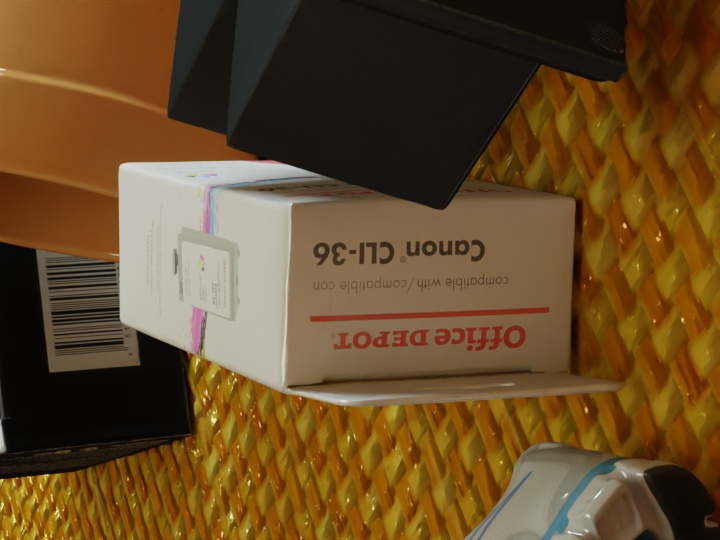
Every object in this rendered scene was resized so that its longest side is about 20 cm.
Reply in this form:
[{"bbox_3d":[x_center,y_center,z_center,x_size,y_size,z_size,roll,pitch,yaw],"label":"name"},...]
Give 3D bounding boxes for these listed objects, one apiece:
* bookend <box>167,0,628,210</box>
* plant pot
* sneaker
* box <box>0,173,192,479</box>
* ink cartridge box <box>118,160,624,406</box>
[{"bbox_3d":[0.002,-0.089,0.764,0.199,0.092,0.201,122,157,-46],"label":"bookend"},{"bbox_3d":[-0.133,-0.091,1.031,0.200,0.199,0.141,-8,70,64],"label":"plant pot"},{"bbox_3d":[0.037,0.143,0.748,0.200,0.075,0.087,-56,32,-7],"label":"sneaker"},{"bbox_3d":[-0.177,0.032,1.217,0.200,0.104,0.149,-24,72,62],"label":"box"},{"bbox_3d":[0.000,0.000,0.831,0.200,0.116,0.068,17,108,62],"label":"ink cartridge box"}]
